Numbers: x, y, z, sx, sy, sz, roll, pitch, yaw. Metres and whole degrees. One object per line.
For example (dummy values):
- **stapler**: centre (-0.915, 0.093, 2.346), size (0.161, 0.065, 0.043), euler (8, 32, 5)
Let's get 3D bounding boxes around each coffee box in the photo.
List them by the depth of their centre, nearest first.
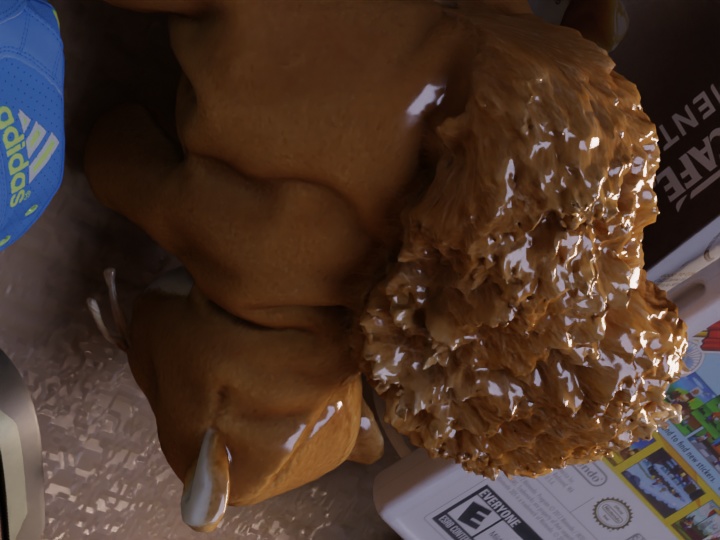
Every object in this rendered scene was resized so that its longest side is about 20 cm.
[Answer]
- **coffee box**: centre (0.082, -0.038, 0.879), size (0.200, 0.114, 0.080), euler (-39, 157, 30)

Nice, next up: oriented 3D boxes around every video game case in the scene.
- **video game case**: centre (0.134, 0.086, 0.897), size (0.182, 0.023, 0.200), euler (-33, 124, 17)

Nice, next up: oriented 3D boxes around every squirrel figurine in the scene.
- **squirrel figurine**: centre (0.000, 0.000, 0.800), size (0.141, 0.200, 0.187), euler (-18, 129, -55)

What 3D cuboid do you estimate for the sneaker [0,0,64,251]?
- **sneaker**: centre (-0.134, 0.001, 0.733), size (0.105, 0.076, 0.200), euler (14, 102, -56)

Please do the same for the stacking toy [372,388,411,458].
- **stacking toy**: centre (0.095, 0.003, 0.962), size (0.200, 0.085, 0.085), euler (-46, 155, 29)

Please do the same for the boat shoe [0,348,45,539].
- **boat shoe**: centre (-0.139, 0.114, 0.825), size (0.068, 0.072, 0.200), euler (-27, 125, -35)
